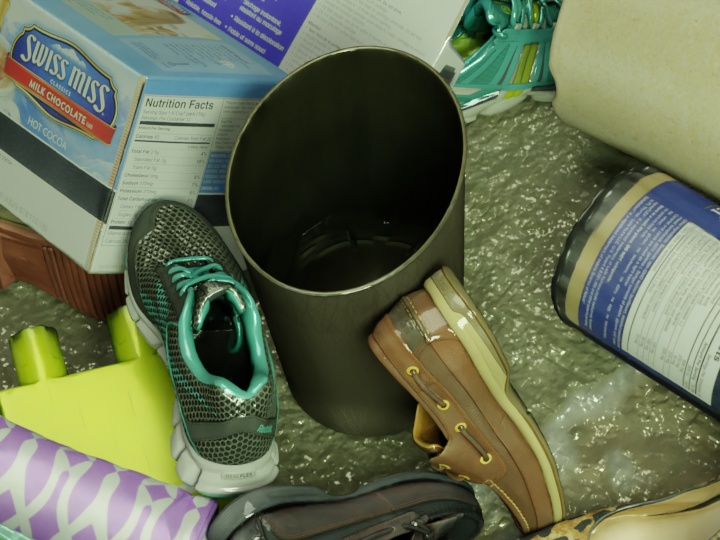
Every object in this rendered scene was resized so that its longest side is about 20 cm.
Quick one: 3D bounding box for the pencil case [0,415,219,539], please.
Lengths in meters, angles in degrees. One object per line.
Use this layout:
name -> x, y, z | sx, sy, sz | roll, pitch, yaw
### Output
pencil case -> -0.172, 0.132, 1.641 | 0.199, 0.084, 0.086 | 23, 25, 4

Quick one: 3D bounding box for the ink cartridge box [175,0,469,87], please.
ink cartridge box -> -0.034, -0.143, 1.866 | 0.198, 0.043, 0.201 | 34, 102, 26

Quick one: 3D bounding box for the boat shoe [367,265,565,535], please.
boat shoe -> 0.061, 0.084, 1.671 | 0.067, 0.200, 0.072 | -30, 40, -2

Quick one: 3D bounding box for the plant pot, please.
plant pot -> 0.225, -0.128, 1.811 | 0.183, 0.201, 0.201 | 19, 58, 26

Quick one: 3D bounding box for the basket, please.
basket -> 0.000, 0.000, 1.727 | 0.135, 0.200, 0.181 | 9, 55, 12

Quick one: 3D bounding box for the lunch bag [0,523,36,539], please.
lunch bag -> -0.218, 0.247, 1.570 | 0.122, 0.200, 0.171 | 25, 61, 9

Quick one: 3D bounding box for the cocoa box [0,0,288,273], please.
cocoa box -> -0.158, -0.099, 1.804 | 0.133, 0.132, 0.200 | -2, 27, -44

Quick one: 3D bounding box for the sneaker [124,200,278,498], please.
sneaker -> -0.084, 0.027, 1.654 | 0.077, 0.091, 0.201 | -9, 53, -18

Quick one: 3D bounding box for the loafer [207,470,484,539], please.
loafer -> 0.001, 0.160, 1.651 | 0.199, 0.072, 0.063 | 1, 45, -45

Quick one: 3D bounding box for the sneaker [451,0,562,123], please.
sneaker -> 0.104, -0.152, 1.901 | 0.199, 0.080, 0.078 | -22, 55, -12

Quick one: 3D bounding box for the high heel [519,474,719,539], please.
high heel -> 0.174, 0.137, 1.647 | 0.199, 0.143, 0.072 | -1, 54, 5

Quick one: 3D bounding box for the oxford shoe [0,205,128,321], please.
oxford shoe -> -0.180, -0.022, 1.842 | 0.199, 0.071, 0.074 | 16, 51, 14

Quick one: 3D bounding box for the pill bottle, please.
pill bottle -> 0.222, 0.030, 1.739 | 0.200, 0.112, 0.112 | 33, 63, 25

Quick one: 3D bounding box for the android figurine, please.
android figurine -> -0.141, 0.120, 1.714 | 0.181, 0.041, 0.201 | -14, 67, -12
